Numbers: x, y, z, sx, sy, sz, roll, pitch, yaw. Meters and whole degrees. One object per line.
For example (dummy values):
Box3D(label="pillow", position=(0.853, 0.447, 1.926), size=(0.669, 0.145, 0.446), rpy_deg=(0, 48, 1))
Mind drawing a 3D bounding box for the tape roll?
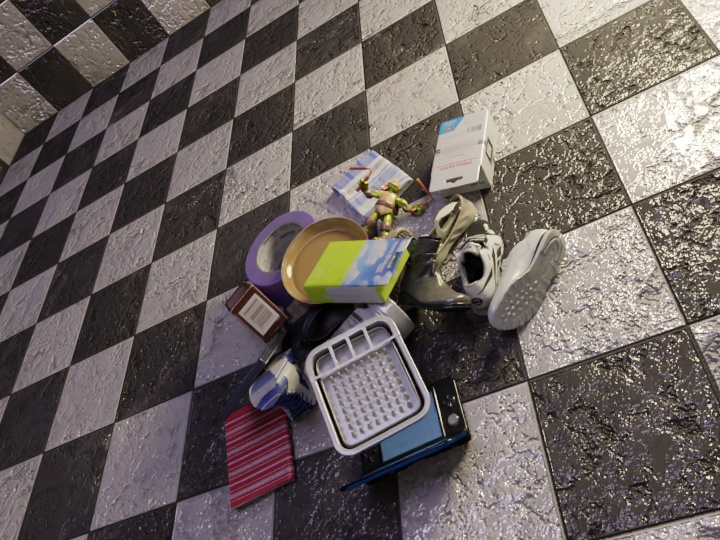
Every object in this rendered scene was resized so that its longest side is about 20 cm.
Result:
Box3D(label="tape roll", position=(-0.159, -0.028, 1.463), size=(0.196, 0.085, 0.204), rpy_deg=(-22, 44, 22))

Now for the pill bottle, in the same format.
Box3D(label="pill bottle", position=(0.001, 0.143, 1.170), size=(0.201, 0.114, 0.113), rpy_deg=(-47, 41, -6))

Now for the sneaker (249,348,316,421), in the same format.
Box3D(label="sneaker", position=(-0.129, 0.222, 1.191), size=(0.080, 0.117, 0.200), rpy_deg=(-35, 4, 7))

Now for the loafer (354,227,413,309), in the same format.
Box3D(label="loafer", position=(0.045, 0.012, 1.280), size=(0.204, 0.075, 0.068), rpy_deg=(-62, 21, -14))

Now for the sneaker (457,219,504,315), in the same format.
Box3D(label="sneaker", position=(0.213, -0.029, 1.169), size=(0.072, 0.089, 0.204), rpy_deg=(-19, 45, 26))

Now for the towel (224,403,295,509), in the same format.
Box3D(label="towel", position=(-0.193, 0.333, 1.234), size=(0.142, 0.023, 0.203), rpy_deg=(-29, 45, 13))

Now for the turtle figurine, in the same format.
Box3D(label="turtle figurine", position=(0.043, -0.135, 1.397), size=(0.195, 0.065, 0.165), rpy_deg=(23, 74, 11))

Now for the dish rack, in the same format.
Box3D(label="dish rack", position=(0.012, 0.188, 1.049), size=(0.168, 0.044, 0.203), rpy_deg=(-26, 51, -1))

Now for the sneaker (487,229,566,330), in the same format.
Box3D(label="sneaker", position=(0.271, 0.015, 1.108), size=(0.201, 0.077, 0.080), rpy_deg=(-51, 30, -16))

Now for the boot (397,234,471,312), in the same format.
Box3D(label="boot", position=(0.127, 0.002, 1.155), size=(0.198, 0.066, 0.135), rpy_deg=(8, 92, 62))

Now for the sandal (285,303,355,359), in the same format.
Box3D(label="sandal", position=(-0.073, 0.101, 1.288), size=(0.199, 0.076, 0.048), rpy_deg=(-38, -4, 4))

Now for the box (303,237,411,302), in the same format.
Box3D(label="box", position=(0.000, 0.000, 1.194), size=(0.196, 0.048, 0.123), rpy_deg=(-2, 45, 38))

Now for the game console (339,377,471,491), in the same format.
Box3D(label="game console", position=(0.063, 0.253, 1.025), size=(0.196, 0.119, 0.174), rpy_deg=(-27, 43, 16))

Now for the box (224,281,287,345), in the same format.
Box3D(label="box", position=(-0.220, 0.083, 1.343), size=(0.075, 0.100, 0.200), rpy_deg=(-49, 11, -7))

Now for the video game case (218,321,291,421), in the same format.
Box3D(label="video game case", position=(-0.199, 0.188, 1.251), size=(0.144, 0.019, 0.200), rpy_deg=(-54, 4, 16))

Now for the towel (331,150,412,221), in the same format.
Box3D(label="towel", position=(0.023, -0.199, 1.510), size=(0.146, 0.024, 0.200), rpy_deg=(-43, 41, -1))

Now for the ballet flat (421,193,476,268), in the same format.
Box3D(label="ballet flat", position=(0.150, -0.064, 1.264), size=(0.069, 0.070, 0.202), rpy_deg=(24, 73, 46))

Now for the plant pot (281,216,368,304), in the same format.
Box3D(label="plant pot", position=(-0.069, -0.017, 1.321), size=(0.194, 0.028, 0.205), rpy_deg=(-12, 56, 18))

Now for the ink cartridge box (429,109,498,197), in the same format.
Box3D(label="ink cartridge box", position=(0.215, -0.227, 1.347), size=(0.113, 0.067, 0.205), rpy_deg=(-9, 51, 32))

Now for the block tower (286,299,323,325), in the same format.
Box3D(label="block tower", position=(-0.070, 0.040, 1.358), size=(0.201, 0.054, 0.058), rpy_deg=(-48, 40, -6))
